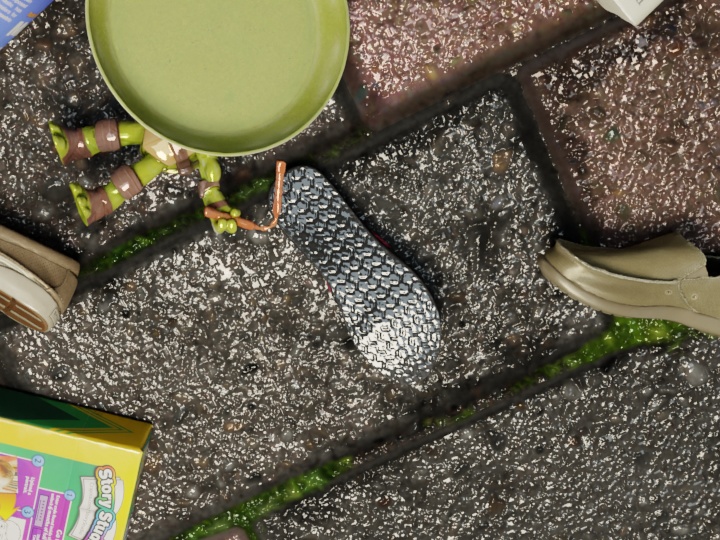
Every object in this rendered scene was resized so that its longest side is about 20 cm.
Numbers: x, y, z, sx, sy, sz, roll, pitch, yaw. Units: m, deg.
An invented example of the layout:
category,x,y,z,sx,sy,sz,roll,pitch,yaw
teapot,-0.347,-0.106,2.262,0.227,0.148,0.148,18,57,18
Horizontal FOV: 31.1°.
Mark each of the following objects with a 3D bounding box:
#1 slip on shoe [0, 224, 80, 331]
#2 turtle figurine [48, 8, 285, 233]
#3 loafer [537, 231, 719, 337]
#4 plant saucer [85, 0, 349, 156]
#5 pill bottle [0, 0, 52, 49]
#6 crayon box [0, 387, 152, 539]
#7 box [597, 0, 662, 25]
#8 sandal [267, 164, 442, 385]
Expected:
category,x,y,z,sx,sy,sz,roll,pitch,yaw
slip on shoe,-0.317,-0.027,1.026,0.198,0.076,0.061,29,66,-1
turtle figurine,-0.154,-0.109,0.995,0.159,0.064,0.203,-20,95,-10
loafer,0.237,0.001,1.033,0.197,0.076,0.068,12,107,-15
plant saucer,-0.105,-0.183,0.956,0.197,0.031,0.203,2,85,-19
pill bottle,-0.263,-0.234,0.931,0.199,0.112,0.112,-38,104,11
crayon box,-0.282,0.210,1.099,0.170,0.058,0.203,14,107,-6
box,0.218,-0.294,0.917,0.128,0.109,0.200,43,102,-13
sandal,0.000,0.000,1.048,0.075,0.045,0.201,-36,90,5
